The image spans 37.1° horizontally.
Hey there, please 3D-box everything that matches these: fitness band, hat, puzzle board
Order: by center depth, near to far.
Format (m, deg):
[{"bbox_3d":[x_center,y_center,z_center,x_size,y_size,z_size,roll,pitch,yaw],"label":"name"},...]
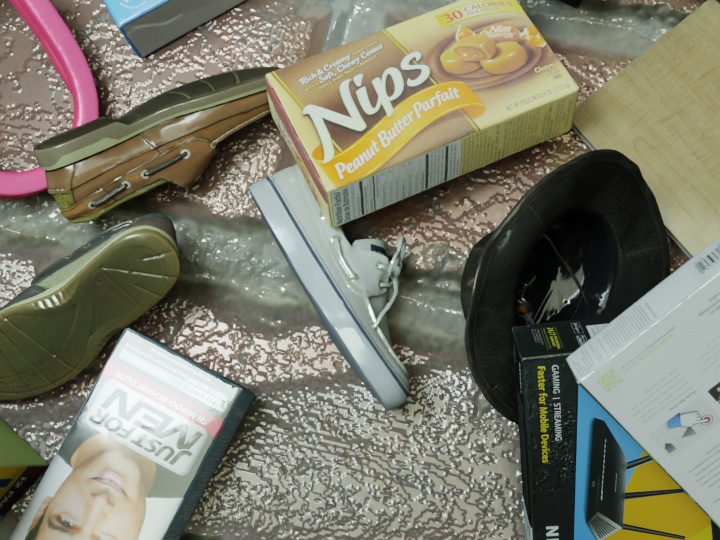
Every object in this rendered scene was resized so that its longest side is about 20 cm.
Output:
[{"bbox_3d":[0.129,0.007,0.770,0.081,0.201,0.201,21,79,52],"label":"hat"},{"bbox_3d":[-0.286,-0.151,0.811,0.144,0.037,0.200,-38,105,-24],"label":"fitness band"},{"bbox_3d":[0.278,-0.089,0.817,0.151,0.017,0.200,-39,81,-4],"label":"puzzle board"}]

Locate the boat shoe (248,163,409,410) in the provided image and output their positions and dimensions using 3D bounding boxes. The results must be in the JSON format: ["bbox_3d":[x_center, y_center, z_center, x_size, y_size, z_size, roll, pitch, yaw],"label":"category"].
[{"bbox_3d":[0.000,0.001,0.796,0.086,0.075,0.202,-30,70,-5],"label":"boat shoe"}]

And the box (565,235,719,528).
[{"bbox_3d":[0.243,0.078,0.652,0.144,0.036,0.200,-40,109,13],"label":"box"}]

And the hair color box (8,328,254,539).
[{"bbox_3d":[-0.170,0.154,0.781,0.099,0.061,0.200,27,84,8],"label":"hair color box"}]

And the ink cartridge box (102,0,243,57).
[{"bbox_3d":[-0.180,-0.289,0.855,0.116,0.068,0.200,-30,79,-2],"label":"ink cartridge box"}]

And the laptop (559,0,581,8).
[{"bbox_3d":[0.082,-0.296,0.837,0.200,0.103,0.177,3,66,39],"label":"laptop"}]

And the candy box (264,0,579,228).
[{"bbox_3d":[0.044,-0.124,0.790,0.200,0.055,0.115,-23,62,-9],"label":"candy box"}]

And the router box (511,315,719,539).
[{"bbox_3d":[0.182,0.126,0.717,0.149,0.051,0.200,-7,115,2],"label":"router box"}]

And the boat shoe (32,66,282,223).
[{"bbox_3d":[-0.145,-0.098,0.826,0.200,0.072,0.068,-22,111,-9],"label":"boat shoe"}]

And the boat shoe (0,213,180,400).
[{"bbox_3d":[-0.213,0.027,0.805,0.201,0.066,0.072,-34,110,16],"label":"boat shoe"}]

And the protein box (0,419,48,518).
[{"bbox_3d":[-0.360,0.119,0.729,0.200,0.199,0.135,40,85,9],"label":"protein box"}]
